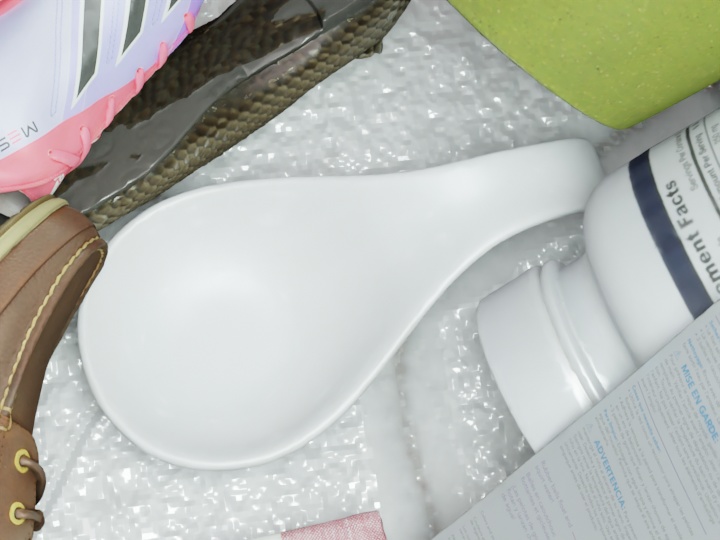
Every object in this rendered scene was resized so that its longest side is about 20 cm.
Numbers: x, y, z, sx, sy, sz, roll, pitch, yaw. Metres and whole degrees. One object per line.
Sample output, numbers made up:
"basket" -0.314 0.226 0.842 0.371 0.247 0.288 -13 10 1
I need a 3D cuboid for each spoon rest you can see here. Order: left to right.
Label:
"spoon rest" 0.000 0.000 0.772 0.200 0.061 0.100 -22 72 -12

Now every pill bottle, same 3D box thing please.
"pill bottle" 0.141 -0.004 0.720 0.200 0.111 0.111 -31 72 16

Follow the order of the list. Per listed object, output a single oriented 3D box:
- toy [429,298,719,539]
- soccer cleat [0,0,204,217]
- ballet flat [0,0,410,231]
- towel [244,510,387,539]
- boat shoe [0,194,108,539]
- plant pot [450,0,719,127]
"toy" 0.103 0.089 0.675 0.047 0.200 0.115 3 54 -46
"soccer cleat" -0.104 -0.063 0.757 0.200 0.067 0.077 -36 89 -18
"ballet flat" -0.062 -0.057 0.801 0.200 0.046 0.067 -36 56 -12
"towel" -0.073 0.167 0.727 0.200 0.023 0.144 -11 73 -6
"boat shoe" -0.130 0.071 0.715 0.067 0.072 0.200 28 74 5
"plant pot" 0.112 -0.148 0.693 0.187 0.187 0.200 45 107 12
